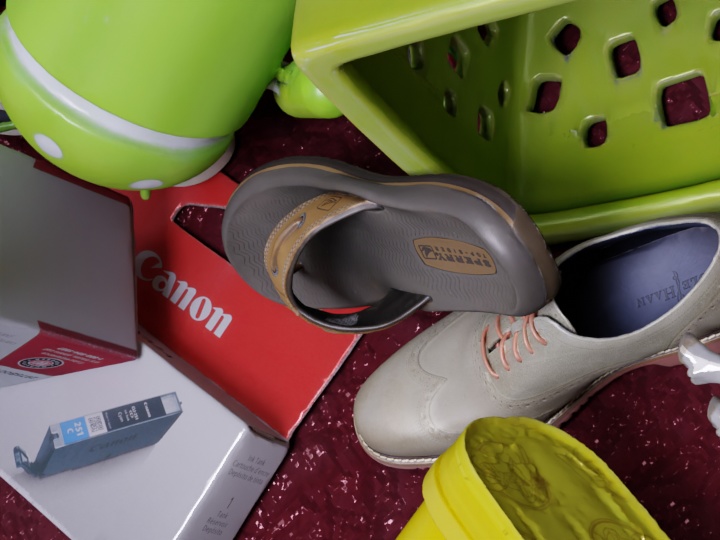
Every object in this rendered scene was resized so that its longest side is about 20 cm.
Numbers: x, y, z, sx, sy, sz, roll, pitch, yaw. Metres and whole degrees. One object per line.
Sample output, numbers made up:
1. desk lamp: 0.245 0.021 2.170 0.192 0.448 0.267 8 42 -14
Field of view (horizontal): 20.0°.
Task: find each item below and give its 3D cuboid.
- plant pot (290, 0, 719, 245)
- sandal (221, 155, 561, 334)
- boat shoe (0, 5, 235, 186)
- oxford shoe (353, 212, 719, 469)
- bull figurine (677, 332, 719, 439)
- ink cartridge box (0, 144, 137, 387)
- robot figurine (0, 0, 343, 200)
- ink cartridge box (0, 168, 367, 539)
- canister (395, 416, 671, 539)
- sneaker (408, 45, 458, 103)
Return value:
1. plant pot: 0.104 -0.138 0.820 0.199 0.200 0.182 -12 62 25
2. sandal: 0.000 0.000 0.847 0.200 0.082 0.055 8 49 50
3. boat shoe: -0.149 -0.100 1.009 0.200 0.063 0.071 23 67 31
4. oxford shoe: 0.074 0.023 0.850 0.200 0.074 0.071 -28 64 19
5. bull figurine: 0.183 0.079 0.781 0.121 0.065 0.200 2 75 32
6. ink cartridge box: -0.223 0.008 0.924 0.200 0.146 0.083 -13 73 27
7. robot figurine: -0.082 -0.119 0.862 0.200 0.175 0.116 -57 18 29
8. ink cartridge box: -0.110 0.030 0.967 0.200 0.045 0.176 34 93 32
9. canister: 0.042 0.178 0.782 0.149 0.086 0.200 52 121 33
10. sneaker: -0.020 -0.143 0.936 0.084 0.077 0.200 -43 83 26
